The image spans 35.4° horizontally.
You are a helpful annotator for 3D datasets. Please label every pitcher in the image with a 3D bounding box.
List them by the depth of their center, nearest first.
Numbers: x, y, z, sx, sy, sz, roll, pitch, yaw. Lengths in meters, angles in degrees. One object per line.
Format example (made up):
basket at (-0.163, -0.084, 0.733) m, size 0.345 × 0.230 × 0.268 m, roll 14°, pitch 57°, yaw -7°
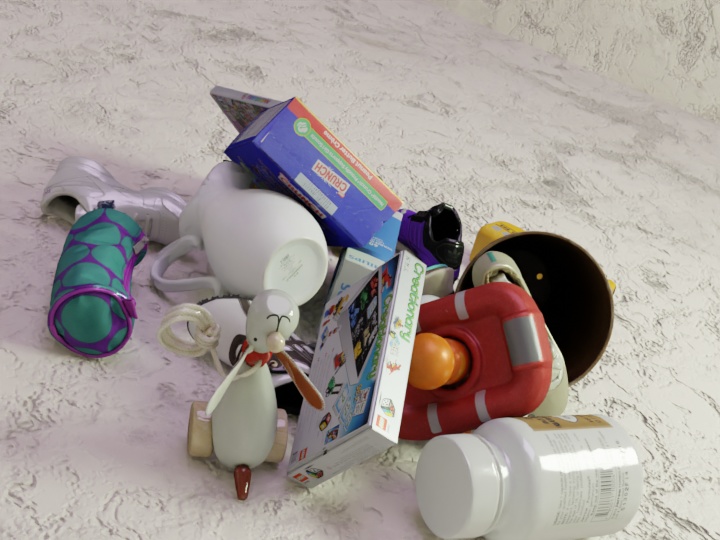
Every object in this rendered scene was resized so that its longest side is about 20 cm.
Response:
pitcher at (-0.137, -0.018, 1.238) m, size 0.199 × 0.172 × 0.121 m, roll 34°, pitch -11°, yaw 48°

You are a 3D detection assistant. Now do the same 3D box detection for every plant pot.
plant pot at (0.198, 0.035, 1.370) m, size 0.184 × 0.190 × 0.200 m, roll 18°, pitch 9°, yaw -1°

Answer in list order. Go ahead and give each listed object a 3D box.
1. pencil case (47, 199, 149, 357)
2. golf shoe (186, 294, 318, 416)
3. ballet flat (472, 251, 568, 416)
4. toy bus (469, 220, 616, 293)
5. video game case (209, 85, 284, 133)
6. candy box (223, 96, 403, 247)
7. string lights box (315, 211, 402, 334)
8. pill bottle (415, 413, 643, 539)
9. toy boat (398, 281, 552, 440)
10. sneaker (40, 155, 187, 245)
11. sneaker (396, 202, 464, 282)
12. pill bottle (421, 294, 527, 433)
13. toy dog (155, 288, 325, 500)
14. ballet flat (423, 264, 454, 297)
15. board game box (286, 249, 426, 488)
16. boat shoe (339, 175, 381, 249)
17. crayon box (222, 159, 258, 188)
pencil case at (-0.269, 0.007, 1.171) m, size 0.091 × 0.086 × 0.201 m, roll -13°, pitch 28°, yaw 0°
golf shoe at (-0.096, 0.089, 1.134) m, size 0.197 × 0.079 × 0.094 m, roll 22°, pitch 24°, yaw 12°
ballet flat at (0.179, 0.075, 1.232) m, size 0.202 × 0.069 × 0.069 m, roll 63°, pitch 26°, yaw -7°
toy bus at (0.254, 0.004, 1.578) m, size 0.199 × 0.066 × 0.078 m, roll 34°, pitch 29°, yaw 30°
video game case at (-0.096, -0.165, 1.424) m, size 0.199 × 0.018 × 0.144 m, roll 21°, pitch -25°, yaw 48°
candy box at (-0.060, -0.108, 1.288) m, size 0.169 × 0.077 × 0.200 m, roll 45°, pitch -8°, yaw -14°
string lights box at (0.000, 0.000, 1.356) m, size 0.058 × 0.104 × 0.201 m, roll 21°, pitch 24°, yaw -3°
pill bottle at (0.154, 0.194, 1.043) m, size 0.197 × 0.116 × 0.114 m, roll 2°, pitch 28°, yaw -32°
toy boat at (0.077, 0.088, 1.073) m, size 0.197 × 0.133 × 0.130 m, roll -18°, pitch -14°, yaw 25°
sneaker at (-0.288, -0.062, 1.350) m, size 0.197 × 0.076 × 0.100 m, roll 20°, pitch 42°, yaw 4°
sneaker at (0.099, -0.053, 1.542) m, size 0.068 × 0.101 × 0.201 m, roll 10°, pitch 26°, yaw -22°
pill bottle at (0.086, 0.096, 1.209) m, size 0.199 × 0.111 × 0.109 m, roll 34°, pitch 28°, yaw 30°
toy dog at (-0.096, 0.119, 0.972) m, size 0.129 × 0.202 × 0.097 m, roll -11°, pitch 46°, yaw -4°
ballet flat at (0.090, 0.031, 1.353) m, size 0.068 × 0.071 × 0.200 m, roll 21°, pitch 2°, yaw 7°
board game box at (-0.002, 0.089, 1.046) m, size 0.034 × 0.126 × 0.202 m, roll 33°, pitch 46°, yaw -23°
boat shoe at (0.004, -0.083, 1.574) m, size 0.071 × 0.073 × 0.200 m, roll 20°, pitch 24°, yaw 4°
crayon box at (-0.115, -0.102, 1.488) m, size 0.125 × 0.052 × 0.200 m, roll 11°, pitch 8°, yaw -16°
